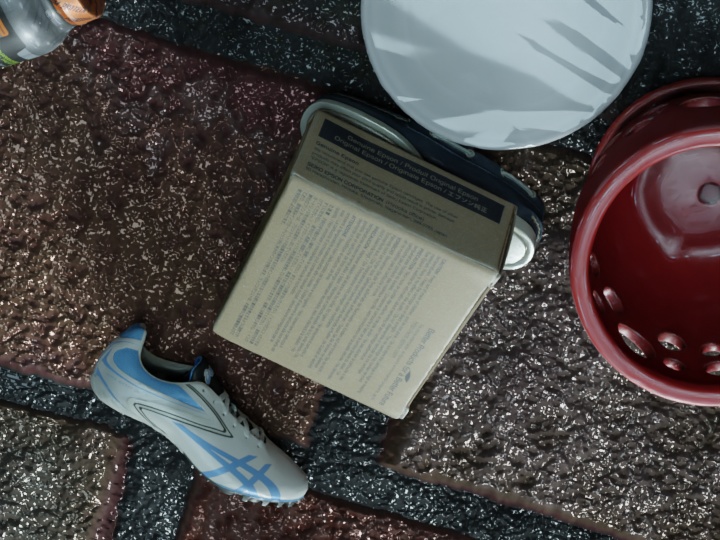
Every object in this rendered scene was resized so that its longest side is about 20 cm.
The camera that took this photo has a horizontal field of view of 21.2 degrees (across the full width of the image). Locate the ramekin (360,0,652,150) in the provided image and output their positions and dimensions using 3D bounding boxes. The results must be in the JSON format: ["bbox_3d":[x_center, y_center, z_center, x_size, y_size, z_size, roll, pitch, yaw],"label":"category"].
[{"bbox_3d":[0.102,-0.194,1.340,0.200,0.094,0.204,2,113,5],"label":"ramekin"}]

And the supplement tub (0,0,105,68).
[{"bbox_3d":[-0.289,-0.197,1.360,0.198,0.123,0.124,-15,111,11],"label":"supplement tub"}]

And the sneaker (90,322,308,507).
[{"bbox_3d":[-0.117,0.117,1.506,0.199,0.072,0.073,36,103,-13],"label":"sneaker"}]

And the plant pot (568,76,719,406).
[{"bbox_3d":[0.244,-0.033,1.346,0.198,0.183,0.202,2,114,4],"label":"plant pot"}]

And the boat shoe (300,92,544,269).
[{"bbox_3d":[0.049,-0.076,1.406,0.199,0.062,0.075,28,137,-6],"label":"boat shoe"}]

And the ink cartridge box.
[{"bbox_3d":[0.000,0.000,1.403,0.164,0.076,0.200,25,138,-6],"label":"ink cartridge box"}]
